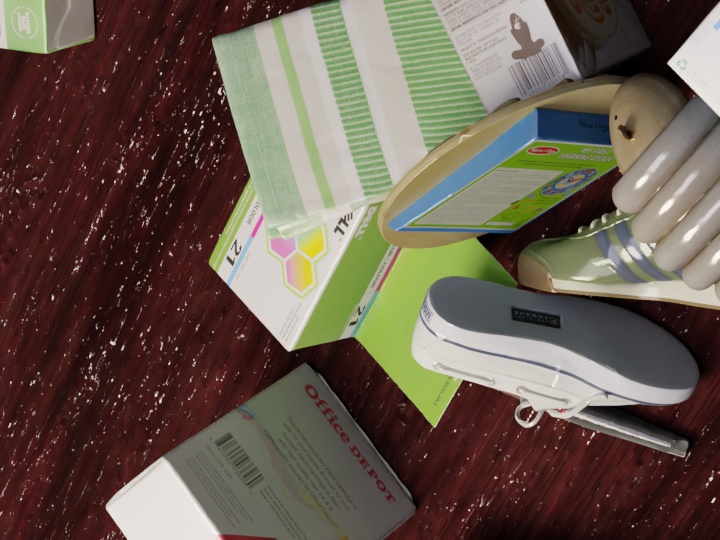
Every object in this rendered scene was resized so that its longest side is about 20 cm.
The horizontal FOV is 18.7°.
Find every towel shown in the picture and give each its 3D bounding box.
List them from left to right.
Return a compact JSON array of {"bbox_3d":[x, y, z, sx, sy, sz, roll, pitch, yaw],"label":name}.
[{"bbox_3d":[0.011,-0.119,1.511,0.199,0.023,0.153,-17,79,6],"label":"towel"}]

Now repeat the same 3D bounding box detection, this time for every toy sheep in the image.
[{"bbox_3d":[0.235,-0.047,1.362,0.200,0.138,0.138,43,123,8],"label":"toy sheep"}]

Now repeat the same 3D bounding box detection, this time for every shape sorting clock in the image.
[{"bbox_3d":[0.101,-0.071,1.438,0.200,0.200,0.039,-34,70,35],"label":"shape sorting clock"}]

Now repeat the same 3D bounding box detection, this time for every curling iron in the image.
[{"bbox_3d":[0.145,0.087,1.570,0.199,0.026,0.050,28,121,21],"label":"curling iron"}]

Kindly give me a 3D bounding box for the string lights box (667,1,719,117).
[{"bbox_3d":[0.273,-0.129,1.314,0.103,0.200,0.059,47,124,10],"label":"string lights box"}]

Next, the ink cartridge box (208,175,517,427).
[{"bbox_3d":[0.000,0.000,1.573,0.200,0.076,0.148,47,126,28],"label":"ink cartridge box"}]

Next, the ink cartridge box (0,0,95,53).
[{"bbox_3d":[-0.309,-0.241,1.712,0.199,0.067,0.118,10,111,28],"label":"ink cartridge box"}]

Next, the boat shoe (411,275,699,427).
[{"bbox_3d":[0.130,0.070,1.516,0.201,0.075,0.086,12,133,-11],"label":"boat shoe"}]

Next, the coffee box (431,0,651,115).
[{"bbox_3d":[0.098,-0.212,1.447,0.080,0.114,0.201,-26,91,34],"label":"coffee box"}]

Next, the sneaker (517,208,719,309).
[{"bbox_3d":[0.202,-0.026,1.480,0.199,0.067,0.090,6,101,30],"label":"sneaker"}]

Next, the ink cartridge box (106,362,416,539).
[{"bbox_3d":[-0.071,0.178,1.628,0.086,0.200,0.148,-40,84,35],"label":"ink cartridge box"}]
